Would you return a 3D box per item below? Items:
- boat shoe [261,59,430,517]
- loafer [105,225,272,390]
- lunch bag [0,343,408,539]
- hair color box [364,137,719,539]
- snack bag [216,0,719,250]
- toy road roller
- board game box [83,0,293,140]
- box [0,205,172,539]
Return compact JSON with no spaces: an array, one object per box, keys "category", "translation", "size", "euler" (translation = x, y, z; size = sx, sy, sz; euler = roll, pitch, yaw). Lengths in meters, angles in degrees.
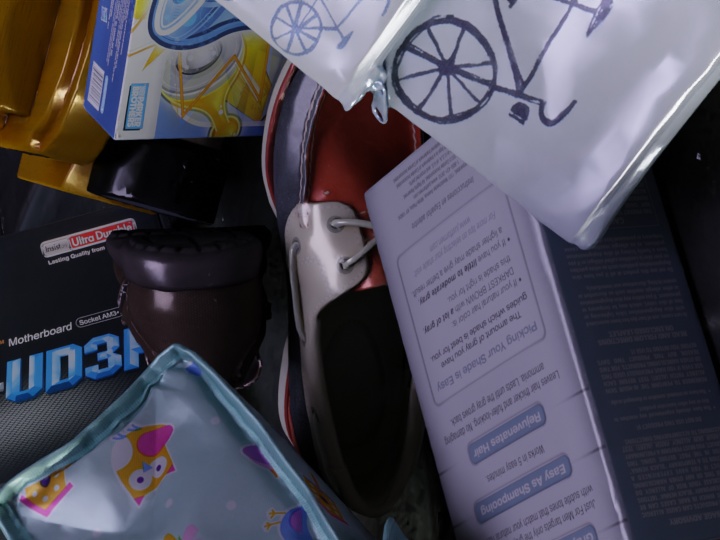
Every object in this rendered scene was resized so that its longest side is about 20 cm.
[{"category":"boat shoe","translation":[0.000,0.000,0.875],"size":[0.063,0.071,0.201],"euler":[-127,36,-61]},{"category":"loafer","translation":[-0.074,0.018,0.938],"size":[0.200,0.073,0.071],"euler":[-98,6,-87]},{"category":"lunch bag","translation":[-0.021,0.148,0.823],"size":[0.200,0.122,0.170],"euler":[43,172,36]},{"category":"hair color box","translation":[0.072,0.043,0.782],"size":[0.099,0.060,0.201],"euler":[-38,62,53]},{"category":"snack bag","translation":[0.045,-0.122,0.698],"size":[0.200,0.021,0.189],"euler":[38,118,2]},{"category":"toy road roller","translation":[-0.135,-0.101,0.975],"size":[0.200,0.146,0.123],"euler":[14,89,67]},{"category":"board game box","translation":[-0.026,-0.148,0.843],"size":[0.034,0.135,0.201],"euler":[44,130,48]},{"category":"box","translation":[-0.167,0.066,1.039],"size":[0.046,0.199,0.159],"euler":[94,160,-68]}]
